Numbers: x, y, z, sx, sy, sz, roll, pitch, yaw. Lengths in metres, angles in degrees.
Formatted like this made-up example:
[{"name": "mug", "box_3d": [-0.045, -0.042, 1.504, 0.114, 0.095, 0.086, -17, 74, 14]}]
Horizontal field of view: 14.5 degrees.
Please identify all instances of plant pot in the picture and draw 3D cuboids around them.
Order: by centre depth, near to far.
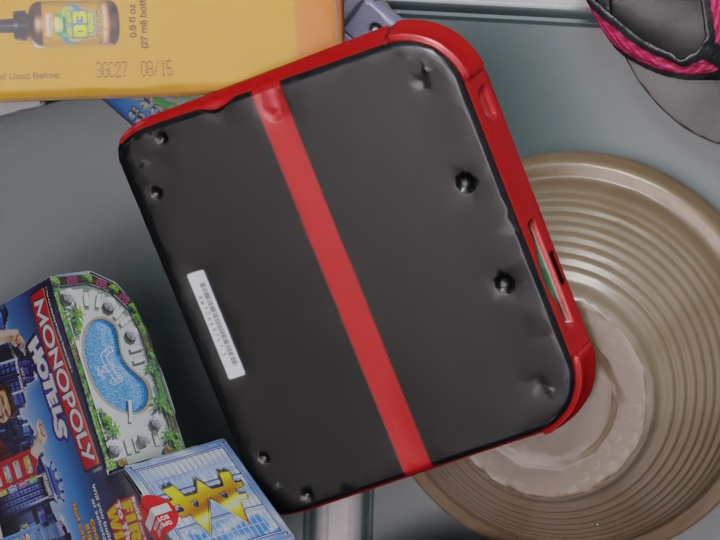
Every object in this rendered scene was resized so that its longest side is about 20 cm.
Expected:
[{"name": "plant pot", "box_3d": [0.096, 0.048, 1.347, 0.200, 0.093, 0.202, 3, 101, 14]}]

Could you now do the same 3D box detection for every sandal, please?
[{"name": "sandal", "box_3d": [0.137, -0.133, 1.325, 0.075, 0.045, 0.200, -42, 89, 17]}]

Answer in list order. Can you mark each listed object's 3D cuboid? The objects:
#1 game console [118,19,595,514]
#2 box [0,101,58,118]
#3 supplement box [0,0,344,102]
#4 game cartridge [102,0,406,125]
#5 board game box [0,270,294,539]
[{"name": "game console", "box_3d": [0.000, 0.000, 1.297, 0.176, 0.031, 0.201, -19, 99, 21]}, {"name": "box", "box_3d": [-0.232, -0.164, 1.399, 0.144, 0.036, 0.201, -13, 99, 32]}, {"name": "supplement box", "box_3d": [-0.107, -0.115, 1.323, 0.199, 0.069, 0.067, -2, 100, -3]}, {"name": "game cartridge", "box_3d": [-0.084, -0.130, 1.389, 0.200, 0.038, 0.130, 40, 103, 4]}, {"name": "board game box", "box_3d": [-0.118, 0.103, 1.371, 0.200, 0.061, 0.201, -24, 82, 55]}]
